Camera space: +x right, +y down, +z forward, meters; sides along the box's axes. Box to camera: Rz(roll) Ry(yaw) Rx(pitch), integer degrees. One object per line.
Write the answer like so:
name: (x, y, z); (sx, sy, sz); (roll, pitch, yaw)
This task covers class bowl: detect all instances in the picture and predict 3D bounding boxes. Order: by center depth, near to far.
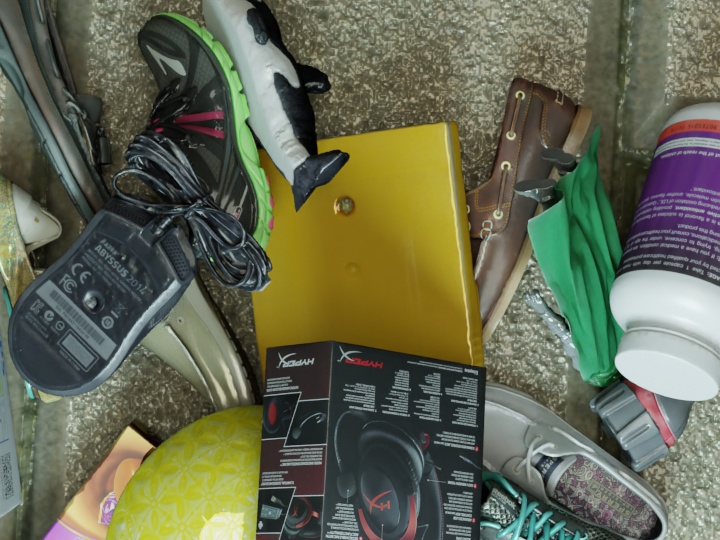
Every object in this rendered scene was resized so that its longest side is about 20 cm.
bowl: (-0.071, 0.207, 1.435); (0.199, 0.108, 0.202); (-13, 118, -27)

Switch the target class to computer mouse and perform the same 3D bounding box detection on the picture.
computer mouse: (-0.166, 0.009, 1.444); (0.200, 0.053, 0.139); (-42, 89, 13)

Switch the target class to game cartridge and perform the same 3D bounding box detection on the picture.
game cartridge: (0.000, 0.000, 1.493); (0.175, 0.032, 0.202); (-6, 92, 23)

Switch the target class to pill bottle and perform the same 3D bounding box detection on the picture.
pill bottle: (0.248, -0.013, 1.463); (0.112, 0.113, 0.201); (22, 69, -1)

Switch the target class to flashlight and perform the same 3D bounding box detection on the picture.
flashlight: (0.269, 0.070, 1.512); (0.199, 0.068, 0.068); (-33, 92, -1)

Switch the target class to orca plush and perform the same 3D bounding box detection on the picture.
orca plush: (-0.049, -0.138, 1.481); (0.071, 0.200, 0.106); (-12, 132, -24)

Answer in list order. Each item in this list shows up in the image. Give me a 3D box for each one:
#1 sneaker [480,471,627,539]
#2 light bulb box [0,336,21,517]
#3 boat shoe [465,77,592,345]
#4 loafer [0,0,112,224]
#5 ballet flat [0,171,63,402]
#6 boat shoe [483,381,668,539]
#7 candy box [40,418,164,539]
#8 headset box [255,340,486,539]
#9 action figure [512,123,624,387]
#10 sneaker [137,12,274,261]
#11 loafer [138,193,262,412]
sneaker: (0.113, 0.191, 1.457); (0.199, 0.091, 0.078); (15, 63, 26)
light bulb box: (-0.327, 0.090, 1.431); (0.124, 0.200, 0.200); (-8, 90, 0)
boat shoe: (0.103, -0.045, 1.508); (0.070, 0.070, 0.201); (24, 81, -8)
loafer: (-0.222, -0.131, 1.501); (0.063, 0.072, 0.201); (-28, 89, -7)
ballet flat: (-0.244, -0.003, 1.501); (0.070, 0.071, 0.202); (-18, 96, -1)
boat shoe: (0.142, 0.148, 1.508); (0.199, 0.069, 0.072); (37, 89, -1)
candy box: (-0.186, 0.226, 1.507); (0.116, 0.056, 0.201); (37, 91, -2)
headset box: (0.007, 0.158, 1.373); (0.148, 0.075, 0.202); (11, 77, -40)
action figure: (0.160, 0.008, 1.481); (0.118, 0.054, 0.201); (-47, 133, -37)
sneaker: (-0.126, -0.100, 1.477); (0.083, 0.077, 0.201); (-13, 72, -24)
loafer: (-0.135, 0.043, 1.503); (0.068, 0.076, 0.201); (-28, 81, 0)
